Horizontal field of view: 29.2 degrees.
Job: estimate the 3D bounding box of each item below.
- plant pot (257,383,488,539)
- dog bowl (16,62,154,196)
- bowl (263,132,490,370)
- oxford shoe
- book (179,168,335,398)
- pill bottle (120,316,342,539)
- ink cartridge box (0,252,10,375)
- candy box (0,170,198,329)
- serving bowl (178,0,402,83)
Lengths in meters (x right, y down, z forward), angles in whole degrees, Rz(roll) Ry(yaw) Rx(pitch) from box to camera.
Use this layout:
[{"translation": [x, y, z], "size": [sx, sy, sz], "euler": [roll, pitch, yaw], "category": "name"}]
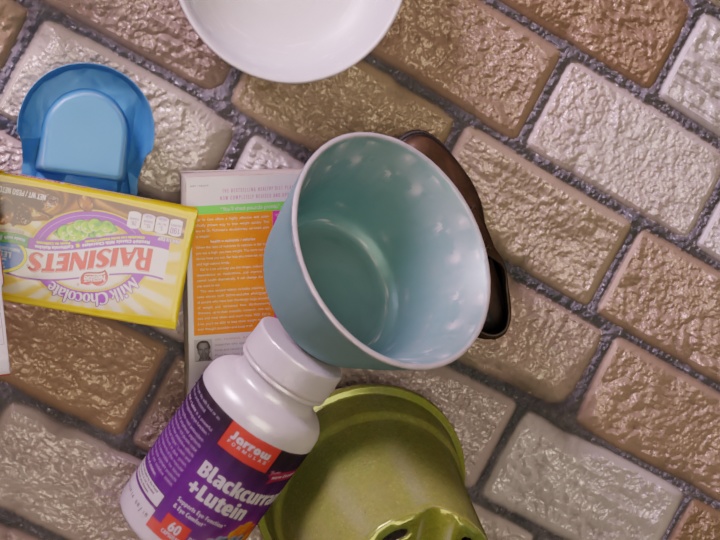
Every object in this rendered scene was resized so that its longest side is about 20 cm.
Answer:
[{"translation": [0.024, 0.222, 1.171], "size": [0.198, 0.184, 0.202], "euler": [-4, 107, -14], "category": "plant pot"}, {"translation": [-0.234, -0.071, 1.153], "size": [0.110, 0.050, 0.202], "euler": [7, 96, -14], "category": "dog bowl"}, {"translation": [0.000, 0.000, 1.132], "size": [0.200, 0.105, 0.203], "euler": [17, 59, -32], "category": "bowl"}, {"translation": [0.088, -0.031, 1.215], "size": [0.072, 0.084, 0.201], "euler": [-28, 102, -5], "category": "oxford shoe"}, {"translation": [-0.088, 0.014, 1.202], "size": [0.132, 0.048, 0.202], "euler": [-2, 101, -13], "category": "book"}, {"translation": [-0.104, 0.142, 1.152], "size": [0.111, 0.112, 0.201], "euler": [32, 103, -15], "category": "pill bottle"}, {"translation": [-0.329, -0.015, 1.041], "size": [0.108, 0.050, 0.202], "euler": [-6, 90, -28], "category": "ink cartridge box"}, {"translation": [-0.237, -0.019, 1.121], "size": [0.198, 0.026, 0.103], "euler": [10, 98, -13], "category": "candy box"}, {"translation": [-0.062, -0.258, 1.155], "size": [0.198, 0.066, 0.202], "euler": [-2, 98, -12], "category": "serving bowl"}]
